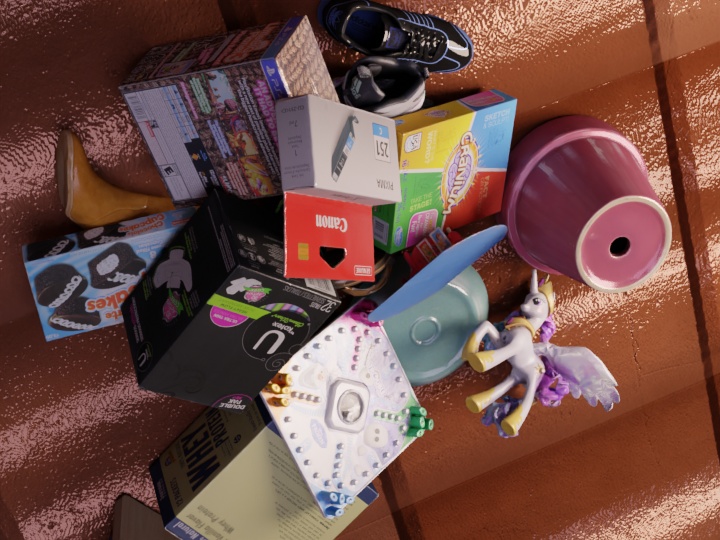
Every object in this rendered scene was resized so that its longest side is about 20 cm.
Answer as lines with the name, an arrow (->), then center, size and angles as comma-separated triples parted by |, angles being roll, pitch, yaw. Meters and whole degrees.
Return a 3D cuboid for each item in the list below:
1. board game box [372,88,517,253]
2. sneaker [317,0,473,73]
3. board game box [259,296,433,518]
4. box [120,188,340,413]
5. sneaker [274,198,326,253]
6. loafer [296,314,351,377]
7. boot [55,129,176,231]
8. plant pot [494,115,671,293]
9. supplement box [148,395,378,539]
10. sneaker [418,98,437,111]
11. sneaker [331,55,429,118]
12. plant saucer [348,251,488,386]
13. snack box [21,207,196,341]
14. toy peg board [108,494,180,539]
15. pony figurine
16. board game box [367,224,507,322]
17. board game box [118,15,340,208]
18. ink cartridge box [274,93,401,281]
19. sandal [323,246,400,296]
board game box -> 0.098, -0.120, 1.564 | 0.199, 0.040, 0.154 | -22, 128, -39
sneaker -> 0.048, -0.263, 1.509 | 0.198, 0.078, 0.071 | 11, 111, -22
board game box -> -0.011, 0.168, 1.625 | 0.200, 0.026, 0.201 | -38, 112, -33
box -> -0.147, 0.039, 1.462 | 0.148, 0.125, 0.200 | 21, 124, -38
sneaker -> -0.088, 0.000, 1.588 | 0.076, 0.084, 0.201 | 4, 124, -20
loafer -> -0.085, 0.111, 1.619 | 0.198, 0.072, 0.073 | -17, 159, -30
boot -> -0.270, -0.077, 1.512 | 0.143, 0.071, 0.203 | -10, 124, -19
plant pot -> 0.286, -0.068, 1.626 | 0.198, 0.179, 0.202 | -8, 117, -15
supplement box -> -0.125, 0.269, 1.686 | 0.200, 0.134, 0.200 | -45, 120, 7
sneaker -> 0.037, -0.113, 1.581 | 0.073, 0.080, 0.201 | 28, 102, -25
sneaker -> -0.017, -0.197, 1.479 | 0.198, 0.140, 0.078 | -19, 84, -9
plant saucer -> 0.080, 0.072, 1.712 | 0.198, 0.036, 0.202 | -8, 118, -14
snack box -> -0.273, 0.004, 1.498 | 0.198, 0.037, 0.117 | -14, 130, -12
toy peg board -> -0.264, 0.431, 1.696 | 0.098, 0.201, 0.199 | -39, 122, 21
pony figurine -> 0.220, 0.123, 1.706 | 0.200, 0.166, 0.194 | -41, 112, -37
board game box -> 0.084, -0.011, 1.582 | 0.200, 0.039, 0.157 | -41, 166, 33
board game box -> -0.132, -0.169, 1.432 | 0.198, 0.097, 0.160 | -5, 125, 26
ink cartridge box -> -0.018, -0.080, 1.376 | 0.044, 0.199, 0.178 | -6, 86, 27
sandal -> 0.000, 0.000, 1.567 | 0.081, 0.200, 0.055 | 1, 102, 15
